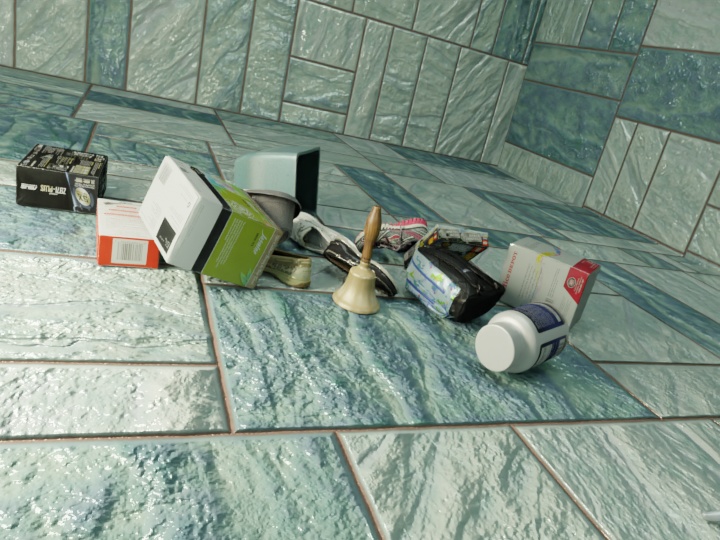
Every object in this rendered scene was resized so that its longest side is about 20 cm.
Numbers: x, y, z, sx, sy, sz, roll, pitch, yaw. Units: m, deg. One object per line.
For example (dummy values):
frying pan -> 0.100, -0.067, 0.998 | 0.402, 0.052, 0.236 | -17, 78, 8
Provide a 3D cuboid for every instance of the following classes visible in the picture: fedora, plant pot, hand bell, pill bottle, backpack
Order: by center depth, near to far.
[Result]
pill bottle -> 0.300, 0.126, 1.054 | 0.196, 0.114, 0.110 | -7, 29, -46
hand bell -> 0.013, -0.029, 1.124 | 0.101, 0.206, 0.105 | 12, 19, -4
backpack -> 0.187, 0.025, 1.224 | 0.160, 0.156, 0.201 | -11, 51, -45
fedora -> -0.230, -0.109, 1.276 | 0.193, 0.093, 0.177 | -2, -18, -6
plant pot -> -0.232, -0.238, 1.524 | 0.193, 0.203, 0.196 | 10, 19, 12

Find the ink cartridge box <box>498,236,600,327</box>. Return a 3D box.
ink cartridge box -> 0.451, 0.026, 1.368 | 0.196, 0.150, 0.143 | 26, 23, 28

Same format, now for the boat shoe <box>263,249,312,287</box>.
boat shoe -> -0.182, -0.029, 1.188 | 0.195, 0.065, 0.073 | 23, 22, 21

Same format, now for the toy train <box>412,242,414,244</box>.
toy train -> 0.170, -0.082, 1.546 | 0.145, 0.058, 0.200 | 3, 12, -16

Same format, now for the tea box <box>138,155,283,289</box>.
tea box -> -0.288, -0.091, 1.080 | 0.194, 0.136, 0.200 | 22, 15, -45

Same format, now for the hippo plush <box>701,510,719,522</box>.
hippo plush -> 0.597, 0.307, 0.720 | 0.155, 0.166, 0.199 | 0, 25, -34

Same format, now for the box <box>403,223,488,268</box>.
box -> 0.203, -0.047, 1.366 | 0.132, 0.041, 0.200 | 7, -21, -17

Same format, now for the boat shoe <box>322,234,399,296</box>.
boat shoe -> 0.000, 0.000, 1.244 | 0.199, 0.074, 0.060 | 40, 69, 18

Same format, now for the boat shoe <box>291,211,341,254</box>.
boat shoe -> -0.129, -0.091, 1.373 | 0.195, 0.073, 0.069 | 23, 20, 18

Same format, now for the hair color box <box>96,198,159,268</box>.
hair color box -> -0.462, -0.075, 1.112 | 0.108, 0.066, 0.200 | 4, 25, -27

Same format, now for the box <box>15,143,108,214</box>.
box -> -0.669, -0.209, 1.278 | 0.159, 0.089, 0.201 | 6, 22, -22

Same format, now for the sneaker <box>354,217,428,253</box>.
sneaker -> 0.079, -0.078, 1.434 | 0.193, 0.077, 0.081 | -12, -21, 6
